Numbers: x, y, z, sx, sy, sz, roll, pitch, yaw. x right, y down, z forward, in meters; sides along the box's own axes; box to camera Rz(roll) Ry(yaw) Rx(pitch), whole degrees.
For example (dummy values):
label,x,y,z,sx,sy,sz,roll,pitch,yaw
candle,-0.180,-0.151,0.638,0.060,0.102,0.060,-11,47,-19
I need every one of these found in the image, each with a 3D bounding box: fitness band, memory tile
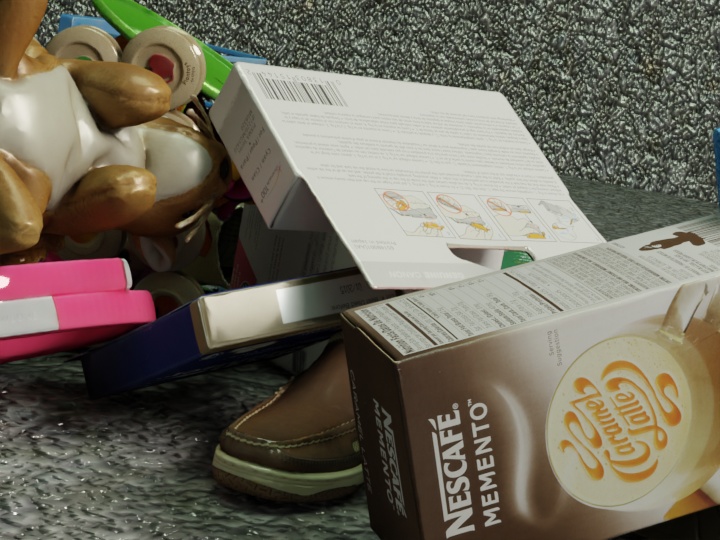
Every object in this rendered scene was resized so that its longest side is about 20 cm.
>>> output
label,x,y,z,sx,sy,sz,roll,pitch,yaw
fitness band,-0.204,0.028,0.917,0.143,0.038,0.199,-17,-8,43
memory tile,-0.168,-0.049,1.050,0.152,0.202,0.017,3,14,10

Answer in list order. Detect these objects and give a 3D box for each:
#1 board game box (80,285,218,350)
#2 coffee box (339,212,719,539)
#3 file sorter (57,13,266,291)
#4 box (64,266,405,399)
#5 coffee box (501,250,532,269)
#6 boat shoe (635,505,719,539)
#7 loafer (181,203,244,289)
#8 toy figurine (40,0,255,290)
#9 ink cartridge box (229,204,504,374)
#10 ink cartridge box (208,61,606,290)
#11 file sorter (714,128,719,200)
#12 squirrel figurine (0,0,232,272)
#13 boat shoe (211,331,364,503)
label,x,y,z,sx,sy,sz,roll,pitch,yaw
board game box,-0.152,0.030,1.189,0.104,0.024,0.200,6,9,-5
coffee box,0.101,0.056,0.777,0.199,0.115,0.080,-15,20,-15
file sorter,-0.164,-0.088,1.351,0.122,0.202,0.139,15,11,24
box,-0.075,0.037,0.953,0.120,0.033,0.200,-11,-5,-31
coffee box,0.151,0.017,1.173,0.122,0.044,0.200,10,8,13
boat shoe,0.125,0.095,0.897,0.199,0.074,0.063,16,4,24
loafer,-0.114,-0.025,1.235,0.198,0.077,0.067,0,9,-8
toy figurine,-0.140,-0.050,1.111,0.200,0.185,0.150,39,12,25
ink cartridge box,0.000,0.000,1.118,0.084,0.147,0.200,6,9,-32
ink cartridge box,0.036,-0.037,0.949,0.199,0.045,0.177,2,44,-38
file sorter,0.267,0.020,0.836,0.122,0.201,0.139,-25,41,-12
squirrel figurine,-0.175,-0.058,0.952,0.199,0.143,0.186,-15,-14,35
boat shoe,-0.014,0.067,0.904,0.074,0.075,0.202,12,9,22
